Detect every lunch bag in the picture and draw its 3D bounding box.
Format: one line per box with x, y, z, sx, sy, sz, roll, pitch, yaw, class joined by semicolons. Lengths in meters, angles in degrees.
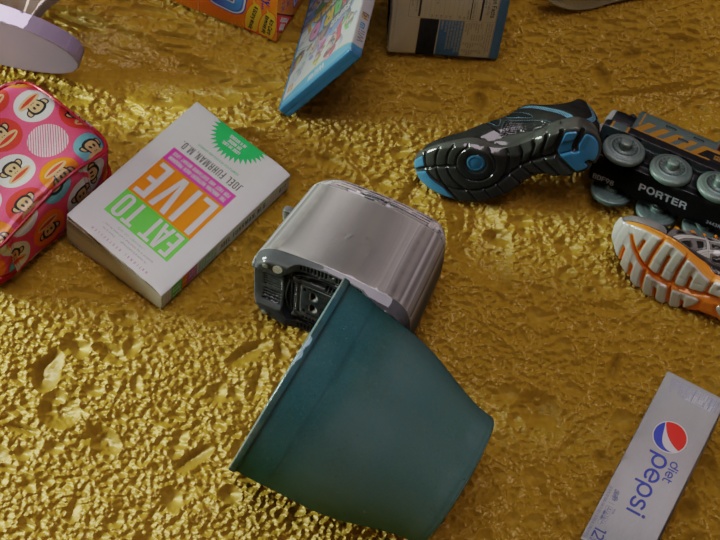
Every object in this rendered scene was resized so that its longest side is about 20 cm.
-0.371;-0.098;1.631;0.176;0.082;0.200;36;63;19;lunch bag

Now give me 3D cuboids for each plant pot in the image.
0.011;0.141;1.446;0.187;0.200;0.201;31;60;-1;plant pot

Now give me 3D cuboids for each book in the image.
-0.185;-0.068;1.649;0.133;0.048;0.200;36;60;14;book

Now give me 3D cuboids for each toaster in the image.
0.000;0.000;1.573;0.198;0.114;0.130;22;56;12;toaster

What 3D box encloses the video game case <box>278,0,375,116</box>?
-0.025;-0.277;1.738;0.018;0.143;0.202;28;55;-23;video game case

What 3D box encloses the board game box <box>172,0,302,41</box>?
-0.137;-0.421;1.781;0.198;0.201;0.201;22;58;10;board game box

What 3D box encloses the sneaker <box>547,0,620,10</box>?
0.283;-0.358;1.845;0.198;0.075;0.085;-8;59;-20;sneaker

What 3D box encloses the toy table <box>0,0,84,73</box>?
-0.378;-0.296;1.716;0.198;0.184;0.118;16;74;-3;toy table

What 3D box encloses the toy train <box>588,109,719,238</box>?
0.329;-0.103;1.682;0.198;0.086;0.114;24;46;15;toy train

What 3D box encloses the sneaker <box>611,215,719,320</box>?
0.348;-0.004;1.624;0.199;0.079;0.078;28;53;6;sneaker

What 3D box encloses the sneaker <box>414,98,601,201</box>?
0.155;-0.128;1.680;0.198;0.074;0.082;-8;35;14;sneaker

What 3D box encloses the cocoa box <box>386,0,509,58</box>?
0.100;-0.356;1.793;0.130;0.134;0.202;4;57;-2;cocoa box

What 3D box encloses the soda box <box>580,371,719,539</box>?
0.267;0.197;1.488;0.063;0.069;0.201;26;59;14;soda box
